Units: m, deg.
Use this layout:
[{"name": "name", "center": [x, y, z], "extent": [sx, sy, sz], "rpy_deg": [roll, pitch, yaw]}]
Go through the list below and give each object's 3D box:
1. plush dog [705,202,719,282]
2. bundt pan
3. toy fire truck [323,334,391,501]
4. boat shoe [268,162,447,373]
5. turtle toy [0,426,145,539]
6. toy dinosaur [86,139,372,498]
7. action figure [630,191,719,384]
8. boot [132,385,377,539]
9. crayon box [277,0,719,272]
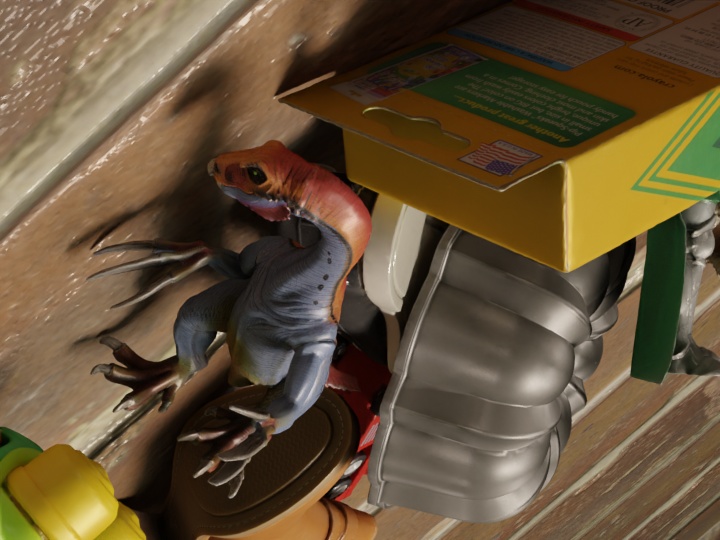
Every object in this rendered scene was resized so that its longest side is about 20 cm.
[{"name": "plush dog", "center": [0.210, -0.041, 1.078], "extent": [0.160, 0.172, 0.200], "rpy_deg": [-25, 158, -37]}, {"name": "bundt pan", "center": [0.076, 0.034, 1.010], "extent": [0.202, 0.076, 0.202], "rpy_deg": [20, 90, -78]}, {"name": "toy fire truck", "center": [0.023, 0.074, 1.188], "extent": [0.141, 0.049, 0.200], "rpy_deg": [-26, 157, -37]}, {"name": "boat shoe", "center": [0.000, 0.000, 0.949], "extent": [0.200, 0.060, 0.074], "rpy_deg": [56, 49, -77]}, {"name": "turtle toy", "center": [-0.167, 0.116, 0.826], "extent": [0.146, 0.101, 0.200], "rpy_deg": [-39, 163, -10]}, {"name": "toy dinosaur", "center": [-0.038, 0.006, 0.836], "extent": [0.181, 0.105, 0.200], "rpy_deg": [-46, 173, 38]}, {"name": "action figure", "center": [0.153, -0.053, 0.974], "extent": [0.055, 0.200, 0.118], "rpy_deg": [1, -175, 3]}, {"name": "boot", "center": [-0.039, 0.127, 1.098], "extent": [0.200, 0.074, 0.155], "rpy_deg": [-33, 148, 31]}, {"name": "crayon box", "center": [0.083, -0.063, 0.843], "extent": [0.200, 0.126, 0.052], "rpy_deg": [-26, 125, -35]}]
